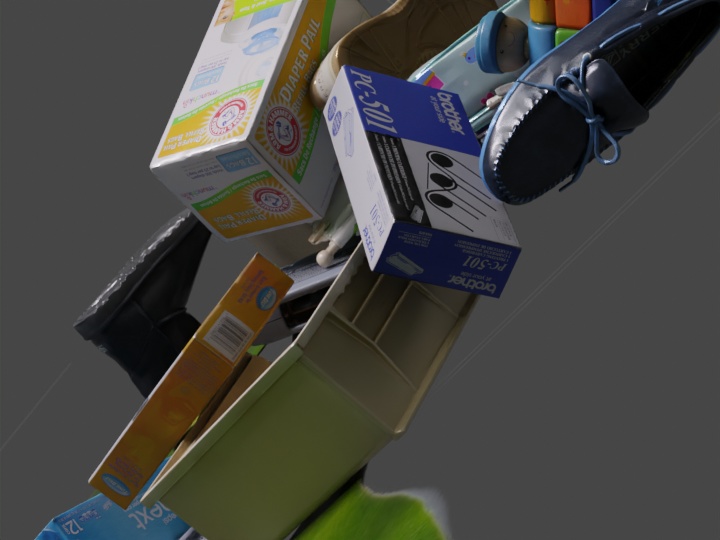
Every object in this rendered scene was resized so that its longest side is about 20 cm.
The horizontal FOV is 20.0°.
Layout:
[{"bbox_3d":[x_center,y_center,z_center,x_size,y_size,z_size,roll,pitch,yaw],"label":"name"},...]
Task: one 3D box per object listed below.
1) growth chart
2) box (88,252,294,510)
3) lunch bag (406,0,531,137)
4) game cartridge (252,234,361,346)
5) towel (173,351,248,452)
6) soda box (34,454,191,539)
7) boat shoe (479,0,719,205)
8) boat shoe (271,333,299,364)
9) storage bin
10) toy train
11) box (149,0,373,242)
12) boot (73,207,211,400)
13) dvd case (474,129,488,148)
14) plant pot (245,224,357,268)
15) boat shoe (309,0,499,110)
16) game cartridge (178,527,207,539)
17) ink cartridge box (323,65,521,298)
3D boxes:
[{"bbox_3d":[-0.019,-0.096,1.653,0.145,0.018,0.200,-45,35,1],"label":"growth chart"},{"bbox_3d":[-0.129,0.089,1.490,0.200,0.041,0.119,-54,2,37],"label":"box"},{"bbox_3d":[0.124,-0.152,1.572,0.160,0.077,0.200,-32,-5,14],"label":"lunch bag"},{"bbox_3d":[0.000,0.000,1.608,0.199,0.042,0.133,-21,6,7],"label":"game cartridge"},{"bbox_3d":[-0.093,0.127,1.647,0.018,0.086,0.200,-48,6,21],"label":"towel"},{"bbox_3d":[-0.176,0.204,1.613,0.068,0.064,0.200,-47,-13,34],"label":"soda box"},{"bbox_3d":[0.157,-0.124,1.334,0.200,0.084,0.069,-50,27,-3],"label":"boat shoe"},{"bbox_3d":[-0.028,0.067,1.624,0.070,0.066,0.200,-53,6,-28],"label":"boat shoe"},{"bbox_3d":[-0.027,0.078,1.400,0.200,0.094,0.199,-47,7,38],"label":"storage bin"},{"bbox_3d":[0.135,-0.223,1.407,0.085,0.115,0.201,-45,-45,-56],"label":"toy train"},{"bbox_3d":[-0.071,-0.137,1.644,0.112,0.101,0.201,-12,46,39],"label":"box"},{"bbox_3d":[-0.127,0.064,1.760,0.165,0.200,0.066,-49,13,-23],"label":"boot"},{"bbox_3d":[0.112,-0.091,1.531,0.146,0.022,0.200,-28,-4,-27],"label":"dvd case"},{"bbox_3d":[0.004,-0.076,1.782,0.200,0.200,0.177,-50,20,-5],"label":"plant pot"},{"bbox_3d":[0.033,-0.179,1.631,0.199,0.074,0.069,-27,-2,-42],"label":"boat shoe"},{"bbox_3d":[-0.128,0.229,1.508,0.200,0.041,0.133,-47,3,35],"label":"game cartridge"},{"bbox_3d":[0.039,-0.063,1.386,0.200,0.093,0.044,-106,34,-54],"label":"ink cartridge box"}]
